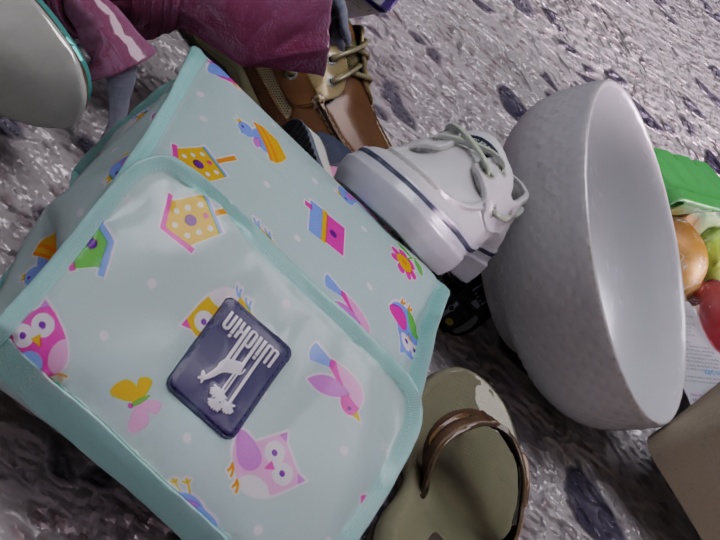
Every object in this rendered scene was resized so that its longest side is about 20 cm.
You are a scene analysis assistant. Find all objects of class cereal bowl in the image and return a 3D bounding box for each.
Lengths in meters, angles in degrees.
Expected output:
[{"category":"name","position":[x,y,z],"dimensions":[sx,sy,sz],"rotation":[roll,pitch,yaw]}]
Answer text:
[{"category":"cereal bowl","position":[0.122,-0.004,1.122],"dimensions":[0.200,0.083,0.202],"rotation":[-10,90,-67]}]

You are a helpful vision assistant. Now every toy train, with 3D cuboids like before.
[{"category":"toy train","position":[0.083,0.002,1.174],"dimensions":[0.046,0.034,0.200],"rotation":[57,25,1]}]

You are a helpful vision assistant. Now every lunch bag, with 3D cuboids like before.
[{"category":"lunch bag","position":[-0.061,0.028,0.800],"dimensions":[0.170,0.122,0.200],"rotation":[44,27,-13]}]

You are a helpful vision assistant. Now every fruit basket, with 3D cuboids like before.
[{"category":"fruit basket","position":[0.226,0.018,1.341],"dimensions":[0.185,0.093,0.201],"rotation":[8,58,-52]}]

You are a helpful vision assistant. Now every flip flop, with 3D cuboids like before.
[{"category":"flip flop","position":[0.050,0.103,0.930],"dimensions":[0.081,0.058,0.200],"rotation":[42,24,-5]}]

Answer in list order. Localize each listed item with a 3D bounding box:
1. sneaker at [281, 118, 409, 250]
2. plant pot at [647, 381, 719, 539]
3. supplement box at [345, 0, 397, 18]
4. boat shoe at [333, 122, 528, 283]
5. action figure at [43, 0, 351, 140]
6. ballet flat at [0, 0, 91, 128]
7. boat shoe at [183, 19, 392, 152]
[{"category":"sneaker","position":[0.000,0.000,1.003],"dimensions":[0.082,0.070,0.201],"rotation":[27,31,-30]},{"category":"plant pot","position":[0.315,0.122,1.132],"dimensions":[0.201,0.177,0.199],"rotation":[59,26,6]},{"category":"supplement box","position":[-0.011,-0.225,1.215],"dimensions":[0.103,0.101,0.200],"rotation":[38,-3,-11]},{"category":"boat shoe","position":[0.040,-0.043,0.956],"dimensions":[0.073,0.067,0.200],"rotation":[42,4,9]},{"category":"action figure","position":[-0.102,-0.144,0.979],"dimensions":[0.198,0.150,0.134],"rotation":[-10,40,-22]},{"category":"ballet flat","position":[-0.208,-0.131,0.908],"dimensions":[0.200,0.070,0.069],"rotation":[47,24,16]},{"category":"boat shoe","position":[-0.033,-0.118,1.135],"dimensions":[0.200,0.074,0.076],"rotation":[51,25,14]}]
